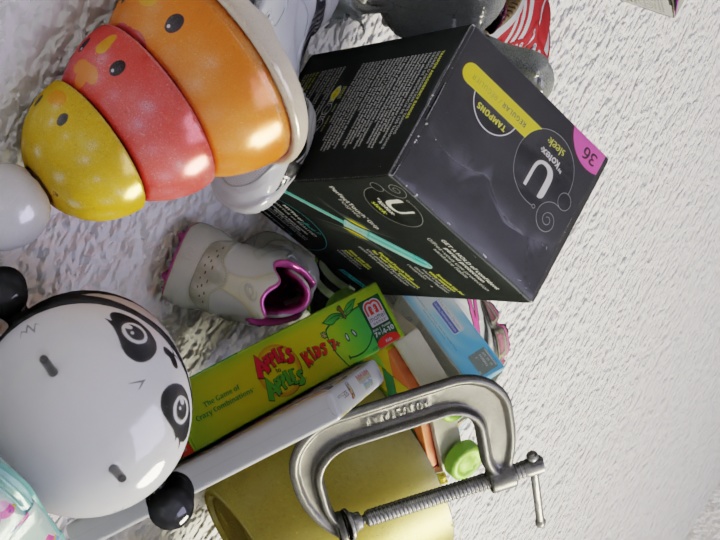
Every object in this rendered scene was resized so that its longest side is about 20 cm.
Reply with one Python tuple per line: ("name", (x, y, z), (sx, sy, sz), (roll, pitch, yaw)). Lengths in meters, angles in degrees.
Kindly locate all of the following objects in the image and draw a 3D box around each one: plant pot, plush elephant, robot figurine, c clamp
("plant pot", (-0.041, 0.184, 1.325), (0.142, 0.200, 0.200), (-33, 145, -20))
("plush elephant", (0.067, -0.232, 1.193), (0.165, 0.200, 0.155), (88, 10, -48))
("robot figurine", (-0.159, 0.073, 0.952), (0.200, 0.150, 0.125), (-165, -92, -81))
("c clamp", (0.047, 0.156, 1.222), (0.200, 0.027, 0.171), (-12, 126, -10))

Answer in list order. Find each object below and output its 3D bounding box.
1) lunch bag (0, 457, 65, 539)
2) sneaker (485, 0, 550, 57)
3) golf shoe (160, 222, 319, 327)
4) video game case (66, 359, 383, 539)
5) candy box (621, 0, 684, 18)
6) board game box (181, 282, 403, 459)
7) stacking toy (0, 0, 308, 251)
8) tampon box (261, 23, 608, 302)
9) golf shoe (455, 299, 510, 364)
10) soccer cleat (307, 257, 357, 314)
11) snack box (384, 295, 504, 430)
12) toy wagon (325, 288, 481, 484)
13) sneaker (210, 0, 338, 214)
("lunch bag", (-0.235, 0.120, 0.852), (0.077, 0.160, 0.200), (-51, 159, -22))
("sneaker", (0.113, -0.202, 1.410), (0.200, 0.071, 0.113), (-50, 149, -39))
("golf shoe", (-0.067, 0.014, 1.199), (0.200, 0.091, 0.075), (2, 108, -67))
("video game case", (-0.087, 0.123, 1.125), (0.200, 0.023, 0.182), (-27, 179, 10))
("candy box", (0.191, -0.301, 1.318), (0.137, 0.200, 0.061), (-60, 156, -12))
("board game box", (-0.075, 0.078, 1.176), (0.200, 0.048, 0.102), (-27, 178, -38))
("stacking toy", (-0.142, -0.076, 0.935), (0.200, 0.146, 0.146), (-39, 148, -20))
("tampon box", (0.039, -0.070, 1.148), (0.150, 0.200, 0.126), (40, 69, -29))
("golf shoe", (0.064, 0.015, 1.400), (0.200, 0.073, 0.092), (64, 33, -10))
("soccer cleat", (0.000, 0.000, 1.339), (0.068, 0.081, 0.200), (-49, 153, -34))
("snack box", (0.048, 0.077, 1.340), (0.037, 0.116, 0.200), (-31, 165, -21))
("toy wagon", (0.034, 0.108, 1.304), (0.040, 0.155, 0.200), (-31, 135, -21))
("sneaker", (-0.077, -0.135, 1.060), (0.115, 0.075, 0.200), (-3, 110, -63))
